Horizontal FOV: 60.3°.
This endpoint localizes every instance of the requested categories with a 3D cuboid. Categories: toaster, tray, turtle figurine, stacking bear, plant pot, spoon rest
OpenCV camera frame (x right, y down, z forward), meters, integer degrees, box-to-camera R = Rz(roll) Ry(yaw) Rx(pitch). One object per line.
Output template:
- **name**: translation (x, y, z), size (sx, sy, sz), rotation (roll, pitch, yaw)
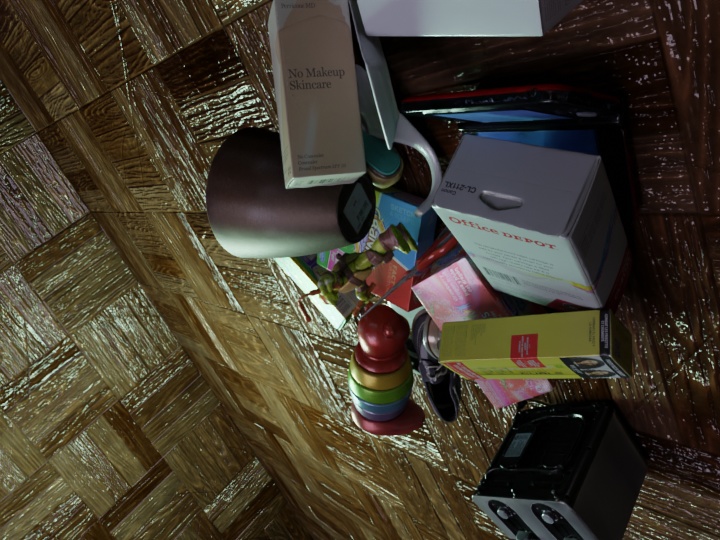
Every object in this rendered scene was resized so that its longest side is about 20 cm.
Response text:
- **toaster**: translation (0.276, 0.278, 0.861), size (0.120, 0.200, 0.179), rotation (50, 145, -11)
- **tray**: translation (0.012, -0.235, 0.664), size (0.109, 0.021, 0.204), rotation (69, -172, -50)
- **turtle figurine**: translation (0.000, 0.000, 0.832), size (0.065, 0.160, 0.199), rotation (59, -163, 19)
- **stacking bear**: translation (0.035, 0.143, 0.950), size (0.122, 0.110, 0.205), rotation (-127, 28, -49)
- **plant pot**: translation (-0.081, -0.098, 0.866), size (0.195, 0.188, 0.191), rotation (11, 136, 33)
- **spoon rest**: translation (0.044, -0.170, 0.780), size (0.203, 0.060, 0.099), rotation (59, 176, -3)

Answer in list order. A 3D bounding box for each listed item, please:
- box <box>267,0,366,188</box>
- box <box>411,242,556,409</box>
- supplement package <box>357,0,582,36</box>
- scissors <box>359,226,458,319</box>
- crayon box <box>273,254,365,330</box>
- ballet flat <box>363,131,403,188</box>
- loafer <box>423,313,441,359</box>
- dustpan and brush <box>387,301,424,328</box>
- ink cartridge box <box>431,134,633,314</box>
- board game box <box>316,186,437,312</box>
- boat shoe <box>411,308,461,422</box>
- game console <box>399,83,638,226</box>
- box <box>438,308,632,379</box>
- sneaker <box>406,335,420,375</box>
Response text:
- **box**: translation (-0.053, -0.207, 0.732), size (0.078, 0.092, 0.207), rotation (172, 90, -76)
- **box**: translation (0.168, 0.060, 0.799), size (0.094, 0.103, 0.202), rotation (-30, 101, 38)
- **supplement package**: translation (0.084, -0.292, 0.510), size (0.197, 0.110, 0.159), rotation (21, 142, 44)
- **scissors**: translation (0.072, -0.002, 0.805), size (0.014, 0.199, 0.073), rotation (46, 180, -12)
- **crayon box**: translation (-0.059, -0.017, 1.057), size (0.200, 0.118, 0.058), rotation (47, 153, 7)
- **ballet flat**: translation (-0.023, -0.187, 0.853), size (0.201, 0.068, 0.063), rotation (48, 167, 6)
- **loafer**: translation (0.150, 0.097, 0.878), size (0.061, 0.074, 0.199), rotation (4, 168, 29)
- **dustpan and brush**: translation (0.084, 0.060, 1.021), size (0.139, 0.057, 0.201), rotation (40, 146, 2)
- **ink cartridge box**: translation (0.179, -0.037, 0.622), size (0.143, 0.085, 0.200), rotation (20, 166, 38)
- **board game box**: translation (0.019, -0.051, 0.919), size (0.197, 0.040, 0.158), rotation (26, 120, 38)
- **boat shoe**: translation (0.123, 0.147, 0.943), size (0.063, 0.070, 0.205), rotation (-99, -4, -56)
- **game console**: translation (0.155, -0.110, 0.622), size (0.197, 0.169, 0.123), rotation (12, 103, 49)
- **box**: translation (0.186, 0.085, 0.676), size (0.196, 0.052, 0.075), rotation (-7, 152, 39)
- **sneaker**: translation (0.084, 0.146, 1.082), size (0.197, 0.075, 0.080), rotation (20, 170, 40)
